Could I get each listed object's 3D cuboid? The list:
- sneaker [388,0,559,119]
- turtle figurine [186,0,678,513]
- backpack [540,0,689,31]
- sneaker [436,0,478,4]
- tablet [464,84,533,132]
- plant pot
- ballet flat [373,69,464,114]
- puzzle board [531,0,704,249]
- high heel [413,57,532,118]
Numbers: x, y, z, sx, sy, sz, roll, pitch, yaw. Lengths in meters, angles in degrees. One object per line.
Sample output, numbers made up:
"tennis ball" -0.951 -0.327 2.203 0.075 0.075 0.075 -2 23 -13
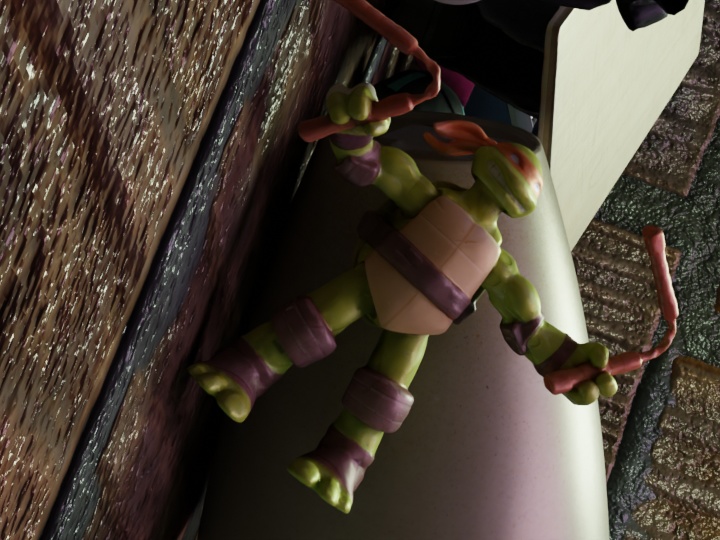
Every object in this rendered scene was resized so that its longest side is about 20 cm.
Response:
"sneaker" 0.072 -0.125 1.022 0.200 0.104 0.060 -56 166 -71
"turtle figurine" 0.011 -0.001 0.754 0.161 0.200 0.064 -46 -159 -2
"backpack" 0.066 -0.179 0.600 0.200 0.126 0.168 80 19 -79
"sneaker" 0.069 -0.210 0.846 0.114 0.072 0.202 -62 172 -80
"tablet" 0.069 -0.026 1.134 0.200 0.014 0.131 113 -30 -63
"plant pot" 0.025 0.039 0.867 0.187 0.186 0.201 -56 152 -72
"ballet flat" 0.000 0.000 0.982 0.068 0.068 0.201 -5 107 -61
"puzzle board" 0.122 -0.107 0.933 0.200 0.017 0.151 -54 153 -39
"high heel" 0.070 -0.185 1.184 0.096 0.067 0.201 32 61 -44
